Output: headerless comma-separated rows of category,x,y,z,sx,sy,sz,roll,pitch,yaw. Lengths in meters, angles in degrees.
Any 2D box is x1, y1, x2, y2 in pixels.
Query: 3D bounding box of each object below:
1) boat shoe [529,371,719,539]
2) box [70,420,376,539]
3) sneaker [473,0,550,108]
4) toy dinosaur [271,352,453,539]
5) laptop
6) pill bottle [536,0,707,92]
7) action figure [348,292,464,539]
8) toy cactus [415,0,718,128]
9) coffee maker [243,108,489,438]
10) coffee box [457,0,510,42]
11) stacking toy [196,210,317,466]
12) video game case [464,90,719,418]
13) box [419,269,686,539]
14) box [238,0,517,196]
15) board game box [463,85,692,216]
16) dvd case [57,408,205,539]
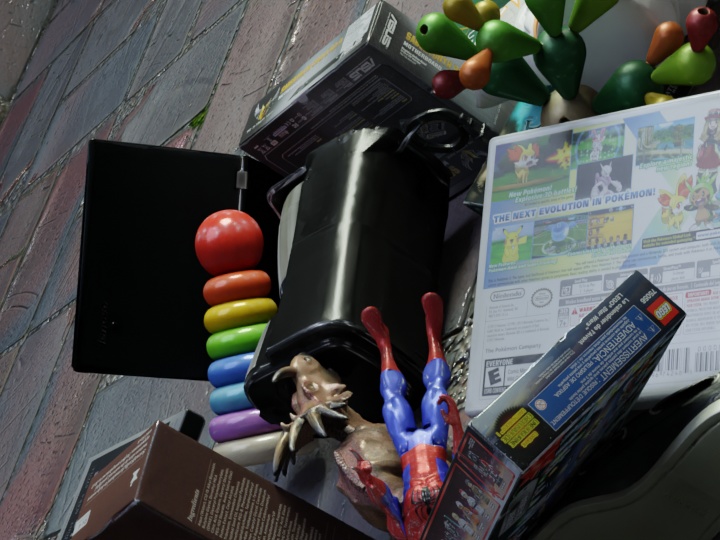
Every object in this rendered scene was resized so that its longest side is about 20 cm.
boat shoe,0.157,0.113,0.979,0.200,0.074,0.066,-53,10,38
box,-0.088,0.194,1.242,0.100,0.199,0.075,-39,29,41
sneaker,0.127,-0.185,1.360,0.091,0.076,0.200,-25,16,31
toy dinosaur,0.008,0.131,1.201,0.086,0.135,0.200,-60,22,-2
laptop,-0.145,-0.002,1.536,0.200,0.115,0.189,19,-105,-74
pill bottle,0.188,-0.215,1.244,0.114,0.114,0.201,-36,22,45
action figure,0.031,0.087,1.115,0.065,0.099,0.201,-14,50,7
toy cactus,0.133,-0.116,1.159,0.198,0.166,0.103,0,51,17
coffee maker,0.000,0.000,1.359,0.193,0.134,0.201,123,160,-46
coffee box,0.059,-0.146,1.577,0.200,0.044,0.124,-36,32,47
stacking toy,-0.093,0.052,1.447,0.085,0.085,0.202,-18,82,59
video game case,0.151,-0.007,1.078,0.199,0.022,0.184,-9,68,42
box,0.094,0.102,0.981,0.137,0.040,0.201,-39,-19,-29
box,0.018,-0.116,1.472,0.200,0.158,0.049,-33,33,50
board game box,0.154,-0.093,1.315,0.136,0.028,0.200,-61,21,-6
dvd case,-0.210,0.210,1.563,0.200,0.025,0.151,-28,37,52
